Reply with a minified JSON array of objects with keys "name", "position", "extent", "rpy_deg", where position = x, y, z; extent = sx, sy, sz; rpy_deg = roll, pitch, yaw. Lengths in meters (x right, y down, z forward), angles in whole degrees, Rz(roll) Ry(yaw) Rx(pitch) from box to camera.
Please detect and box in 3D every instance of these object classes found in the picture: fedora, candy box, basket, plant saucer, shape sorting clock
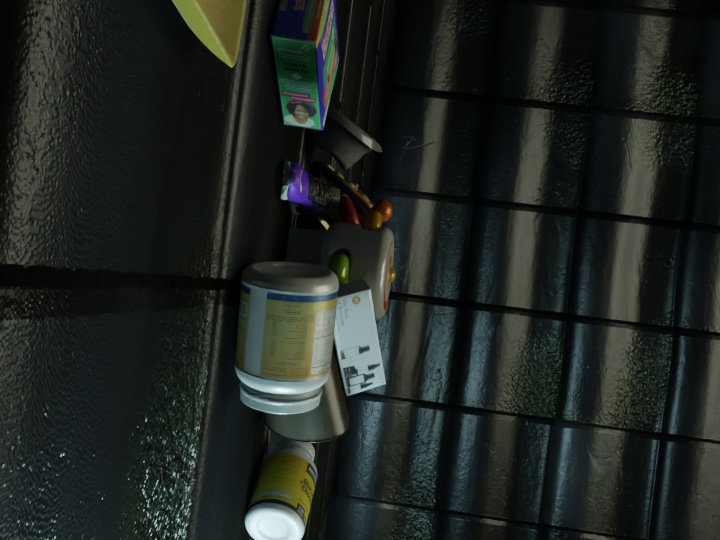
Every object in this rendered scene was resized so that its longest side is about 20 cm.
[{"name":"fedora","position":[-0.045,-0.277,1.460],"extent":[0.090,0.177,0.200],"rpy_deg":[-54,-164,8]},{"name":"candy box","position":[-0.084,-0.359,1.105],"extent":[0.200,0.077,0.170],"rpy_deg":[86,12,-62]},{"name":"basket","position":[-0.108,0.184,1.245],"extent":[0.136,0.180,0.201],"rpy_deg":[-26,119,-46]},{"name":"plant saucer","position":[-0.141,-0.314,0.606],"extent":[0.200,0.048,0.201],"rpy_deg":[67,30,-82]},{"name":"shape sorting clock","position":[-0.022,-0.187,1.587],"extent":[0.039,0.200,0.200],"rpy_deg":[-47,173,-2]}]

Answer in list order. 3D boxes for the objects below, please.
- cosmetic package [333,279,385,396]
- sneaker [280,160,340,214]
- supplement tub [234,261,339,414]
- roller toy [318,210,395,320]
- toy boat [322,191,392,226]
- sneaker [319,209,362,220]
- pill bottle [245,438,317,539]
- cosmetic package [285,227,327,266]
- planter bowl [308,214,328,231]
[{"name":"cosmetic package","position":[-0.011,0.124,1.244],"extent":[0.051,0.082,0.201],"rpy_deg":[-135,-148,-62]},{"name":"sneaker","position":[-0.086,-0.148,1.251],"extent":[0.200,0.099,0.070],"rpy_deg":[70,25,-82]},{"name":"supplement tub","position":[-0.111,0.096,1.020],"extent":[0.145,0.144,0.201],"rpy_deg":[-61,158,-79]},{"name":"roller toy","position":[0.000,0.000,1.338],"extent":[0.183,0.139,0.201],"rpy_deg":[89,10,-48]},{"name":"toy boat","position":[0.013,-0.104,1.480],"extent":[0.200,0.131,0.131],"rpy_deg":[39,11,-41]},{"name":"sneaker","position":[-0.077,-0.145,1.560],"extent":[0.200,0.082,0.070],"rpy_deg":[38,78,-52]},{"name":"pill bottle","position":[-0.144,0.417,1.316],"extent":[0.200,0.111,0.113],"rpy_deg":[-76,172,-59]},{"name":"cosmetic package","position":[-0.107,0.020,1.378],"extent":[0.113,0.081,0.201],"rpy_deg":[11,87,-84]},{"name":"planter bowl","position":[-0.065,-0.039,1.551],"extent":[0.083,0.200,0.200],"rpy_deg":[-45,180,7]}]
